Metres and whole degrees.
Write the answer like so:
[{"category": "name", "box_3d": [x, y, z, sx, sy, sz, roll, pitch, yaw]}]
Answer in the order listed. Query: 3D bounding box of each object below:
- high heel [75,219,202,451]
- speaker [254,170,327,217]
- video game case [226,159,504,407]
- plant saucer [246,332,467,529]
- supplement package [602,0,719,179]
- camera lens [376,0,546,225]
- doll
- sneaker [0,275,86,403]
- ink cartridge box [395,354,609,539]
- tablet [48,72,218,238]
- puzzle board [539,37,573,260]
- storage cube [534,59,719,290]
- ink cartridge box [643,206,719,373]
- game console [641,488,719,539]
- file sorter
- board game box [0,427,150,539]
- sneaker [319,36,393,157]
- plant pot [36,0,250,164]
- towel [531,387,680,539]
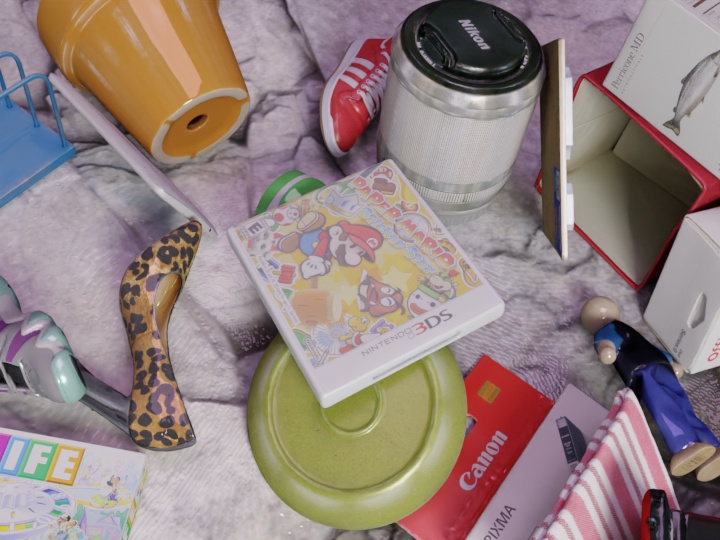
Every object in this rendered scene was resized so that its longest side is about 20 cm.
[{"category": "high heel", "box_3d": [-0.162, 0.057, 0.719, 0.141, 0.072, 0.202, 25, 70, 19]}, {"category": "speaker", "box_3d": [-0.013, -0.014, 0.791, 0.199, 0.089, 0.088, 40, 58, 20]}, {"category": "video game case", "box_3d": [0.000, 0.000, 0.709, 0.179, 0.023, 0.201, -24, 56, -16]}, {"category": "plant saucer", "box_3d": [-0.006, 0.116, 0.685, 0.195, 0.031, 0.204, -2, 71, 6]}, {"category": "supplement package", "box_3d": [0.347, -0.174, 0.726, 0.116, 0.118, 0.200, -33, 66, -28]}, {"category": "camera lens", "box_3d": [0.100, -0.168, 0.848, 0.156, 0.202, 0.162, 4, 53, -5]}, {"category": "doll", "box_3d": [0.268, 0.097, 0.752, 0.135, 0.049, 0.202, 18, 34, -34]}, {"category": "sneaker", "box_3d": [-0.322, 0.084, 0.655, 0.139, 0.079, 0.198, -33, 36, -32]}, {"category": "ink cartridge box", "box_3d": [0.135, 0.178, 0.696, 0.175, 0.045, 0.200, 35, 56, 16]}, {"category": "tablet", "box_3d": [-0.230, -0.116, 0.815, 0.014, 0.130, 0.200, -45, 68, -2]}, {"category": "puzzle board", "box_3d": [0.198, -0.125, 0.803, 0.017, 0.204, 0.151, -3, 12, 6]}, {"category": "storage cube", "box_3d": [0.329, -0.125, 0.867, 0.178, 0.172, 0.201, -25, 61, -24]}, {"category": "ink cartridge box", "box_3d": [0.402, 0.005, 0.792, 0.196, 0.147, 0.088, -15, 46, -17]}, {"category": "game console", "box_3d": [0.267, 0.276, 0.573, 0.116, 0.172, 0.204, -2, 66, 23]}, {"category": "file sorter", "box_3d": [-0.426, -0.176, 0.829, 0.198, 0.124, 0.139, 33, 55, 17]}, {"category": "board game box", "box_3d": [-0.283, 0.197, 0.629, 0.196, 0.035, 0.136, 10, 53, -1]}, {"category": "sneaker", "box_3d": [0.025, -0.214, 0.931, 0.110, 0.072, 0.202, -3, 47, 24]}, {"category": "plant pot", "box_3d": [-0.217, -0.228, 0.867, 0.198, 0.201, 0.185, -29, 77, -26]}, {"category": "towel", "box_3d": [0.193, 0.211, 0.630, 0.030, 0.148, 0.200, -2, 33, 46]}]
